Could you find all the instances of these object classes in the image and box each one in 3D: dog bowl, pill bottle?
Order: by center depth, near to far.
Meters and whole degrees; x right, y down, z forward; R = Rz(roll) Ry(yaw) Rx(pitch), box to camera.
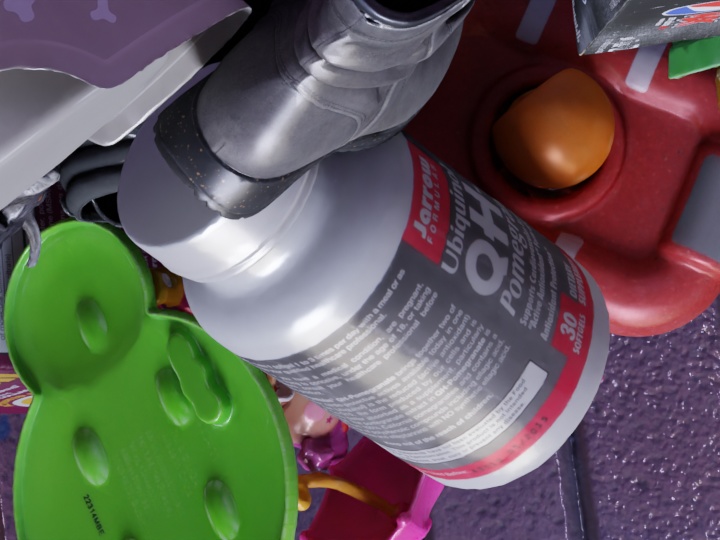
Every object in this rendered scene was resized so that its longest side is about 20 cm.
[{"bbox_3d":[-0.132,-0.048,0.975,0.200,0.059,0.200,-39,180,0],"label":"dog bowl"},{"bbox_3d":[0.000,0.000,1.148,0.111,0.111,0.200,-8,148,42],"label":"pill bottle"}]

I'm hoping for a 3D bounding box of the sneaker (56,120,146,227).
[{"bbox_3d":[-0.118,-0.065,1.219,0.071,0.099,0.200,-9,-179,-21],"label":"sneaker"}]

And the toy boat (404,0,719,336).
[{"bbox_3d":[0.079,-0.058,1.238,0.200,0.131,0.131,22,176,4],"label":"toy boat"}]

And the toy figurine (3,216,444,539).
[{"bbox_3d":[-0.046,0.073,1.263,0.150,0.200,0.184,-37,158,28],"label":"toy figurine"}]

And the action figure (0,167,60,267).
[{"bbox_3d":[-0.174,-0.041,1.116,0.102,0.119,0.200,-8,166,38],"label":"action figure"}]

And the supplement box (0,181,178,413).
[{"bbox_3d":[-0.156,0.007,1.322,0.200,0.104,0.131,2,168,-41],"label":"supplement box"}]

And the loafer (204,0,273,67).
[{"bbox_3d":[-0.046,-0.091,1.220,0.068,0.071,0.200,-10,168,-35],"label":"loafer"}]

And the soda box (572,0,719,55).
[{"bbox_3d":[0.111,-0.117,0.990,0.071,0.064,0.200,-8,180,0],"label":"soda box"}]

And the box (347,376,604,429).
[{"bbox_3d":[0.036,-0.031,1.413,0.096,0.201,0.176,-9,178,23],"label":"box"}]

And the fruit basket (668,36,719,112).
[{"bbox_3d":[0.200,-0.060,1.150,0.094,0.200,0.185,-23,-177,-16],"label":"fruit basket"}]

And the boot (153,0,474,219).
[{"bbox_3d":[0.019,-0.098,1.038,0.132,0.070,0.200,-41,-174,36],"label":"boot"}]
